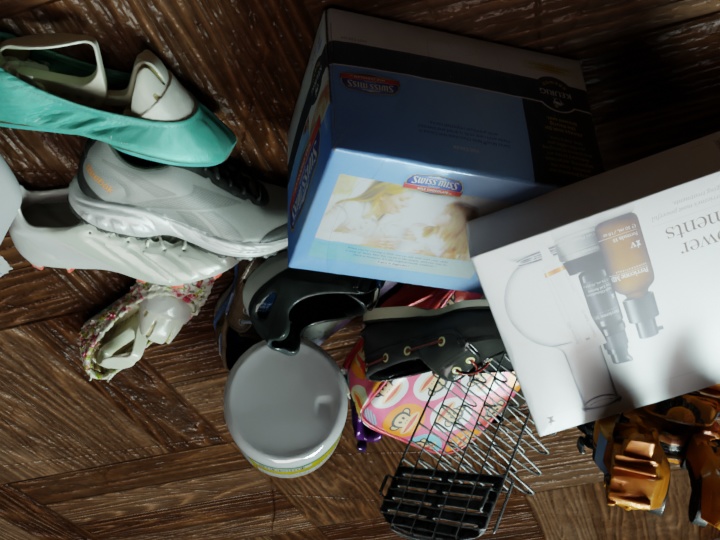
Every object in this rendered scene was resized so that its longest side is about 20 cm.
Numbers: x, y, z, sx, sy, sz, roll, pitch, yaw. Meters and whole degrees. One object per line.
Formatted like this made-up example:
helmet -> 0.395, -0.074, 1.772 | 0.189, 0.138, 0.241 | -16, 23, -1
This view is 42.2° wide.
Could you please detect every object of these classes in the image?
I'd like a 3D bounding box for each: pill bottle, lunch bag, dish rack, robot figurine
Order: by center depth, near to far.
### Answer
robot figurine -> 0.224, 0.124, 0.654 | 0.142, 0.059, 0.200 | 12, -170, 12
dish rack -> 0.098, 0.126, 0.737 | 0.054, 0.202, 0.153 | 37, 155, -22
lunch bag -> 0.078, 0.071, 0.874 | 0.175, 0.082, 0.201 | 25, 112, -37
pill bottle -> -0.069, 0.137, 0.890 | 0.110, 0.115, 0.200 | -1, 163, -3

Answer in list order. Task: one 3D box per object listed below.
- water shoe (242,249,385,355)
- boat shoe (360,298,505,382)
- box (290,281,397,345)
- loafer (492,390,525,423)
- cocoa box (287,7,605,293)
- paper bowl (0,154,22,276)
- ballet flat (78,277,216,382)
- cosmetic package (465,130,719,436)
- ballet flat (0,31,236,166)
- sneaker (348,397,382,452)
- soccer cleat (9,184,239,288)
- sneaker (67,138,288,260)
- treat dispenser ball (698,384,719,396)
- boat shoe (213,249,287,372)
water shoe -> 0.000, 0.000, 0.774 | 0.198, 0.079, 0.072 | -32, 146, -2
boat shoe -> 0.080, 0.055, 0.728 | 0.199, 0.064, 0.073 | -11, 164, 43
box -> -0.032, 0.033, 0.898 | 0.038, 0.042, 0.199 | 20, 140, -30
loafer -> 0.154, 0.132, 1.011 | 0.197, 0.072, 0.073 | -19, 143, 6
cocoa box -> 0.054, -0.077, 0.668 | 0.196, 0.133, 0.134 | 8, 144, -15
paper bowl -> -0.306, -0.072, 0.621 | 0.104, 0.200, 0.202 | -40, 148, -17
ballet flat -> -0.203, 0.050, 0.890 | 0.075, 0.065, 0.199 | 25, 136, -33
cosmetic package -> 0.185, 0.010, 0.603 | 0.197, 0.052, 0.152 | -19, 118, 13
ballet flat -> -0.175, -0.123, 0.649 | 0.196, 0.068, 0.071 | 9, 131, -20
sneaker -> 0.040, 0.116, 0.979 | 0.073, 0.089, 0.201 | 8, 144, -16
soccer cleat -> -0.193, -0.032, 0.774 | 0.196, 0.070, 0.078 | 3, 142, -3
sneaker -> -0.123, -0.063, 0.731 | 0.197, 0.074, 0.080 | 8, 124, -24
treat dispenser ball -> 0.295, -0.003, 0.731 | 0.197, 0.204, 0.202 | -2, 145, -1
boat shoe -> -0.087, 0.028, 0.858 | 0.071, 0.073, 0.201 | 7, 145, -17
